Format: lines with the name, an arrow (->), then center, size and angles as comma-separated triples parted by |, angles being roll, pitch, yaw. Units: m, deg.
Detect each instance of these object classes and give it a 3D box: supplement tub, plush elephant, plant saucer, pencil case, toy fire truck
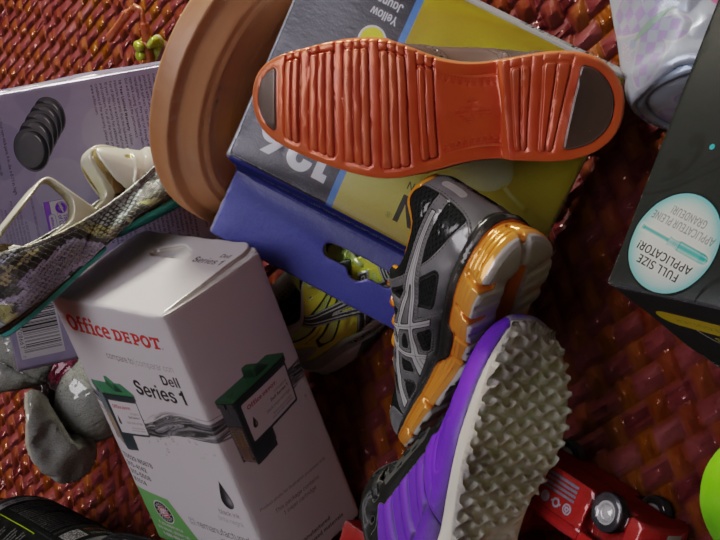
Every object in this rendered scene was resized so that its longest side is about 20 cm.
supplement tub -> -0.242, 0.248, 1.027 | 0.199, 0.121, 0.124 | 11, 89, 48
plush elephant -> -0.227, 0.072, 1.047 | 0.156, 0.164, 0.200 | 54, 166, -1
plant saucer -> -0.051, -0.119, 0.844 | 0.032, 0.199, 0.202 | 31, 105, 28
pencil case -> 0.170, -0.176, 0.693 | 0.090, 0.083, 0.203 | -19, 68, 31
toy fire truck -> 0.079, 0.156, 0.745 | 0.199, 0.048, 0.143 | 31, 105, 46

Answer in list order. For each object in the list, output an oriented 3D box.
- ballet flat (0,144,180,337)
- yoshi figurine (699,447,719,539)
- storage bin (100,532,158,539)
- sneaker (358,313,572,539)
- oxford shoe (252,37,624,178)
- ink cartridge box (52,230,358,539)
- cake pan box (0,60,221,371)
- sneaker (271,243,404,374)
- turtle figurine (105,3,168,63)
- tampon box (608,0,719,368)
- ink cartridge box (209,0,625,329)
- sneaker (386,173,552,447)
ballet flat -> -0.170, -0.040, 0.845 | 0.072, 0.200, 0.073 | 34, 147, 27
yoshi figurine -> 0.187, 0.157, 0.585 | 0.112, 0.111, 0.203 | 3, 80, 54
storage bin -> -0.144, 0.291, 0.881 | 0.133, 0.094, 0.203 | 11, 89, 4
sneaker -> 0.042, 0.114, 0.706 | 0.099, 0.069, 0.203 | 20, 96, 50
oxford shoe -> 0.041, -0.088, 0.713 | 0.197, 0.073, 0.072 | 5, 102, 10
ink cartridge box -> -0.103, 0.085, 0.863 | 0.145, 0.084, 0.202 | 6, 124, 49
cake pan box -> -0.171, -0.040, 0.930 | 0.052, 0.181, 0.203 | -139, 37, -76
sneaker -> 0.000, 0.000, 0.847 | 0.200, 0.076, 0.076 | -46, 49, 30
turtle figurine -> -0.106, -0.156, 1.007 | 0.198, 0.064, 0.164 | -16, 79, 29
tampon box -> 0.222, -0.049, 0.541 | 0.149, 0.126, 0.202 | 12, 76, 47
ink cartridge box -> 0.026, -0.067, 0.779 | 0.196, 0.047, 0.202 | 26, 101, 7
sneaker -> 0.049, 0.026, 0.746 | 0.077, 0.078, 0.201 | 46, 144, 24
